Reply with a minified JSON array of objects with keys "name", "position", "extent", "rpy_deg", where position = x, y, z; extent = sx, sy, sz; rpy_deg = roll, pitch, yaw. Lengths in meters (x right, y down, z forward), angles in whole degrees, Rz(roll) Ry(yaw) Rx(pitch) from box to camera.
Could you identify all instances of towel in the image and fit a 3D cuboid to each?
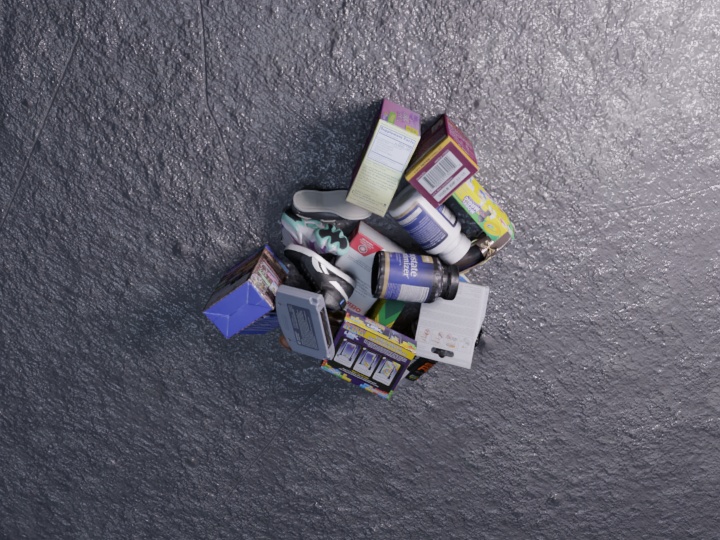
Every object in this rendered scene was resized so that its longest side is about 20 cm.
[{"name":"towel","position":[-0.249,0.141,1.731],"extent":[0.143,0.024,0.199],"rpy_deg":[5,162,-43]}]

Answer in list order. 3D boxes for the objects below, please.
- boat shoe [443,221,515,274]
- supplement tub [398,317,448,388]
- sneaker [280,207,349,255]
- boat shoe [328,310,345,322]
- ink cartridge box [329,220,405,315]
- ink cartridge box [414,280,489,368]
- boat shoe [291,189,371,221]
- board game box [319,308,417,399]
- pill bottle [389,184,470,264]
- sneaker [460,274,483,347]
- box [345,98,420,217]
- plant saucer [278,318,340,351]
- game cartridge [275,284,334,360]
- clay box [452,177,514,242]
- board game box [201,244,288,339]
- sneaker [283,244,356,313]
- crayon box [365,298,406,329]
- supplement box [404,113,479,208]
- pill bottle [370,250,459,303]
[{"name":"boat shoe","position":[0.296,-0.051,1.642],"extent":[0.198,0.060,0.072],"rpy_deg":[-30,110,15]},{"name":"supplement tub","position":[0.150,0.207,1.758],"extent":[0.122,0.123,0.200],"rpy_deg":[39,115,-14]},{"name":"sneaker","position":[-0.118,-0.056,1.660],"extent":[0.199,0.077,0.141],"rpy_deg":[33,130,23]},{"name":"boat shoe","position":[-0.129,0.114,1.766],"extent":[0.197,0.070,0.072],"rpy_deg":[0,118,5]},{"name":"ink cartridge box","position":[0.000,0.000,1.687],"extent":[0.143,0.084,0.201],"rpy_deg":[33,114,-12]},{"name":"ink cartridge box","position":[0.223,0.124,1.654],"extent":[0.160,0.057,0.203],"rpy_deg":[11,96,28]},{"name":"boat shoe","position":[-0.071,-0.152,1.628],"extent":[0.197,0.075,0.060],"rpy_deg":[1,161,-13]},{"name":"board game box","position":[0.019,0.211,1.668],"extent":[0.198,0.057,0.167],"rpy_deg":[26,117,-4]},{"name":"pill bottle","position":[0.171,-0.111,1.597],"extent":[0.111,0.111,0.200],"rpy_deg":[-39,108,22]},{"name":"sneaker","position":[0.262,0.106,1.701],"extent":[0.076,0.112,0.202],"rpy_deg":[-13,115,12]},{"name":"box","position":[0.052,-0.255,1.497],"extent":[0.096,0.177,0.202],"rpy_deg":[22,118,-7]},{"name":"plant saucer","position":[-0.116,0.168,1.752],"extent":[0.197,0.037,0.201],"rpy_deg":[-2,153,-1]},{"name":"game cartridge","position":[-0.137,0.124,1.600],"extent":[0.132,0.042,0.202],"rpy_deg":[16,135,29]},{"name":"clay box","position":[0.280,-0.150,1.554],"extent":[0.047,0.115,0.200],"rpy_deg":[-38,102,23]},{"name":"board game box","position":[-0.285,0.051,1.674],"extent":[0.158,0.201,0.097],"rpy_deg":[-32,110,20]},{"name":"sneaker","position":[-0.113,0.029,1.596],"extent":[0.198,0.113,0.073],"rpy_deg":[31,158,-9]},{"name":"crayon box","position":[0.055,0.112,1.716],"extent":[0.050,0.127,0.201],"rpy_deg":[26,118,-9]},{"name":"supplement box","position":[0.176,-0.245,1.476],"extent":[0.103,0.201,0.131],"rpy_deg":[41,114,-16]},{"name":"pill bottle","position":[0.129,0.018,1.581],"extent":[0.197,0.112,0.113],"rpy_deg":[6,118,-8]}]
